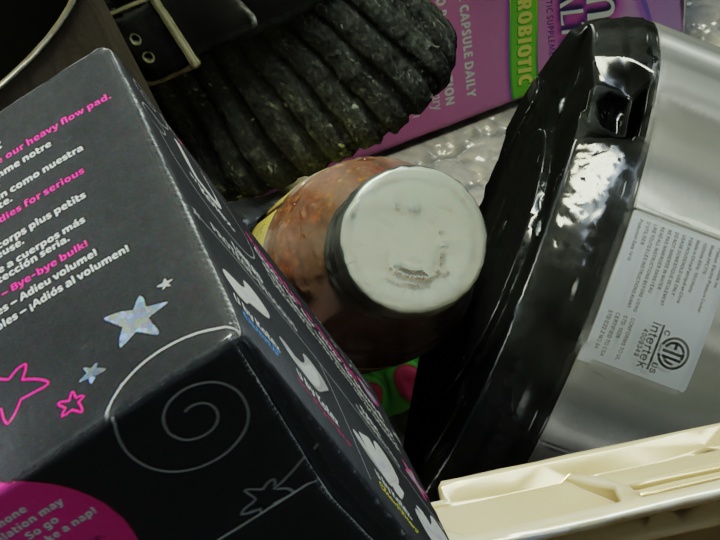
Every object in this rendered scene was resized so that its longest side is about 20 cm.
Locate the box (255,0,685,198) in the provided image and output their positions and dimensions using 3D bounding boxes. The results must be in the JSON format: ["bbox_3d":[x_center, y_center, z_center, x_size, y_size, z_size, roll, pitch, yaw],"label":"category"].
[{"bbox_3d":[0.002,-0.143,1.192,0.200,0.097,0.176,-23,42,-17],"label":"box"}]

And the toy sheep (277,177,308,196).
[{"bbox_3d":[-0.080,-0.082,1.021,0.200,0.138,0.138,41,52,4],"label":"toy sheep"}]

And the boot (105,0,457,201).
[{"bbox_3d":[-0.089,-0.091,0.918,0.211,0.158,0.079,-6,45,34],"label":"boot"}]

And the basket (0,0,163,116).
[{"bbox_3d":[-0.100,0.017,0.857,0.180,0.200,0.136,2,43,46],"label":"basket"}]

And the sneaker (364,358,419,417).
[{"bbox_3d":[-0.049,0.040,1.009,0.200,0.077,0.084,-26,27,-28],"label":"sneaker"}]

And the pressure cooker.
[{"bbox_3d":[0.127,0.034,0.883,0.200,0.176,0.179,20,36,-6],"label":"pressure cooker"}]

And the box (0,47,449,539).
[{"bbox_3d":[-0.093,0.071,0.641,0.200,0.132,0.115,-32,41,5],"label":"box"}]

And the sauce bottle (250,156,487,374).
[{"bbox_3d":[0.000,0.000,0.872,0.066,0.066,0.200,-13,-1,-7],"label":"sauce bottle"}]

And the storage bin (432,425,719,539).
[{"bbox_3d":[0.115,0.140,0.730,0.198,0.200,0.094,-11,6,-8],"label":"storage bin"}]
